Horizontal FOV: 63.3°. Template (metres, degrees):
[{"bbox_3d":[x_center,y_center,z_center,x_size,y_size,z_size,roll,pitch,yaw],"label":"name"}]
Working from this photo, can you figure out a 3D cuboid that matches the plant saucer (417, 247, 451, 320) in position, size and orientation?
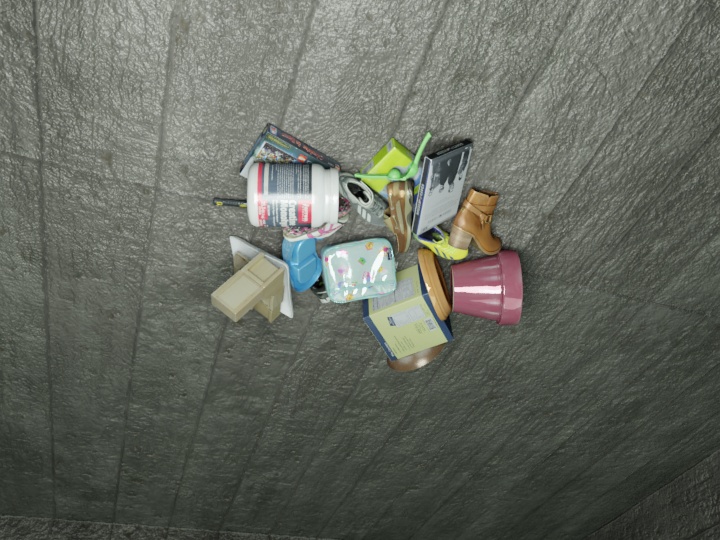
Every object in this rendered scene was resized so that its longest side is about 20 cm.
[{"bbox_3d":[0.201,0.032,1.551,0.037,0.202,0.201,-19,134,13],"label":"plant saucer"}]

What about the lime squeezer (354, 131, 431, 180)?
[{"bbox_3d":[0.085,-0.233,1.327,0.198,0.038,0.071,-25,130,21],"label":"lime squeezer"}]

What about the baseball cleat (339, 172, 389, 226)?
[{"bbox_3d":[0.020,-0.157,1.412,0.199,0.106,0.070,33,96,-33],"label":"baseball cleat"}]

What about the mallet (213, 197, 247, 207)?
[{"bbox_3d":[-0.259,-0.168,1.431,0.197,0.042,0.066,9,135,-9],"label":"mallet"}]

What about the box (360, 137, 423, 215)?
[{"bbox_3d":[0.110,-0.215,1.407,0.199,0.048,0.122,31,126,-29],"label":"box"}]

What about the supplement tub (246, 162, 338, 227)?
[{"bbox_3d":[-0.150,-0.168,1.308,0.197,0.142,0.142,0,135,-5],"label":"supplement tub"}]

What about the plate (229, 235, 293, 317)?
[{"bbox_3d":[-0.254,0.011,1.552,0.198,0.032,0.201,27,141,23],"label":"plate"}]

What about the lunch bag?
[{"bbox_3d":[0.000,0.000,1.531,0.197,0.077,0.163,-9,99,-7],"label":"lunch bag"}]

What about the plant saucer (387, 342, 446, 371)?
[{"bbox_3d":[0.162,0.222,1.755,0.198,0.201,0.037,-22,113,16],"label":"plant saucer"}]

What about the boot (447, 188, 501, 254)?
[{"bbox_3d":[0.320,-0.126,1.500,0.198,0.073,0.157,2,115,-43],"label":"boot"}]

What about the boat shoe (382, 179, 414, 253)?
[{"bbox_3d":[0.091,-0.133,1.410,0.073,0.076,0.202,3,130,5],"label":"boat shoe"}]

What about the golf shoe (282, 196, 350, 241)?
[{"bbox_3d":[-0.104,-0.105,1.419,0.199,0.073,0.093,-26,145,-35],"label":"golf shoe"}]

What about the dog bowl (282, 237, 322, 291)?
[{"bbox_3d":[-0.154,-0.035,1.526,0.111,0.049,0.202,-38,147,-33],"label":"dog bowl"}]

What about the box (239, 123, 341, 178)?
[{"bbox_3d":[-0.163,-0.237,1.365,0.198,0.038,0.137,25,128,-27],"label":"box"}]

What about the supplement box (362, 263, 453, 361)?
[{"bbox_3d":[0.133,0.120,1.668,0.197,0.135,0.201,-21,126,16],"label":"supplement box"}]

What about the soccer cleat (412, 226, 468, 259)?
[{"bbox_3d":[0.209,-0.074,1.522,0.198,0.084,0.065,27,94,-27],"label":"soccer cleat"}]

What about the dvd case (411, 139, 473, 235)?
[{"bbox_3d":[0.190,-0.193,1.364,0.149,0.025,0.202,-28,141,-35],"label":"dvd case"}]

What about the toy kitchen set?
[{"bbox_3d":[-0.311,0.061,1.477,0.162,0.180,0.201,34,144,15],"label":"toy kitchen set"}]

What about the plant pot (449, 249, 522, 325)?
[{"bbox_3d":[0.335,0.046,1.587,0.176,0.202,0.202,0,136,5],"label":"plant pot"}]

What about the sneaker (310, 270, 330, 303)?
[{"bbox_3d":[-0.062,0.020,1.611,0.199,0.067,0.090,-31,134,26],"label":"sneaker"}]
